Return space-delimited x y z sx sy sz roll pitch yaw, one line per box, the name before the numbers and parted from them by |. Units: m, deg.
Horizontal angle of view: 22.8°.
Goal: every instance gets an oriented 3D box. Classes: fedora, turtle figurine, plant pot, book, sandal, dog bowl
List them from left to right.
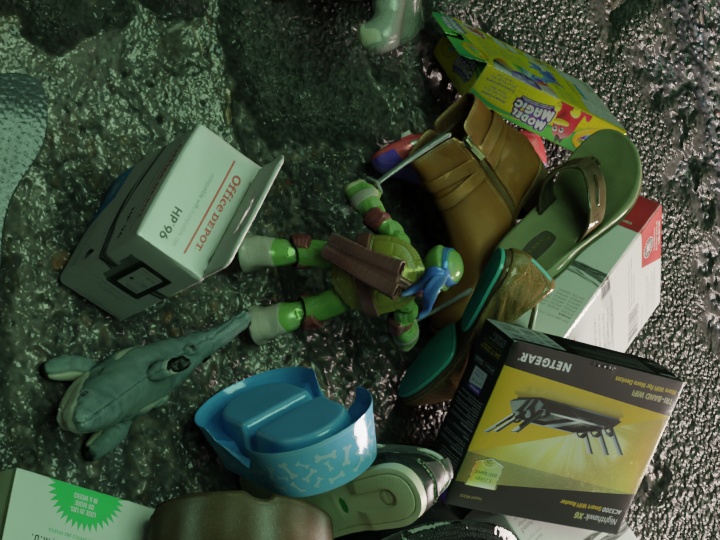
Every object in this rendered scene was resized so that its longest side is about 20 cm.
sandal | -0.314 -0.070 1.464 0.076 0.043 0.200 20 77 -19
book | -0.243 0.271 1.412 0.134 0.048 0.200 22 65 -32
plant pot | -0.100 0.291 1.417 0.200 0.200 0.198 15 61 -28
dog bowl | -0.059 0.134 1.478 0.111 0.200 0.050 -28 110 -24
turtle figurine | 0.000 0.000 1.576 0.200 0.194 0.144 -85 164 -52
fedora | 0.043 0.250 1.549 0.200 0.201 0.092 1 44 -32
sandal | 0.196 -0.062 1.639 0.080 0.057 0.201 26 57 24

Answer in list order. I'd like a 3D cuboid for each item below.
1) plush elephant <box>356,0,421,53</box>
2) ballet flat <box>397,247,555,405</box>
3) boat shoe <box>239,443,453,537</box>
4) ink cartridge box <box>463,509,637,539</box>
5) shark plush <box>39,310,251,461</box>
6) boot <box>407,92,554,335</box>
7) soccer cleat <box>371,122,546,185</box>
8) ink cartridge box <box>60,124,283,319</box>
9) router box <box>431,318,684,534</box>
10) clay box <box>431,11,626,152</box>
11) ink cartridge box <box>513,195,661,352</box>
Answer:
plush elephant | -0.023 -0.303 1.651 0.165 0.155 0.200 -58 155 -69
ballet flat | 0.109 0.062 1.583 0.072 0.200 0.068 25 33 -13
boat shoe | -0.014 0.180 1.495 0.068 0.200 0.072 -39 114 -48
ink cartridge box | 0.202 0.277 1.675 0.116 0.068 0.200 -40 100 -33
shark plush | -0.167 0.093 1.480 0.200 0.083 0.091 -14 85 -34
boot | 0.091 -0.052 1.655 0.155 0.074 0.200 46 68 -36
soccer cleat | 0.101 -0.100 1.716 0.200 0.067 0.077 -7 78 -37
ink cartridge box | -0.154 -0.042 1.445 0.068 0.200 0.116 36 61 -20
router box | 0.170 0.140 1.567 0.200 0.052 0.157 14 104 -31
clay box | 0.154 -0.180 1.745 0.200 0.048 0.115 22 22 -25
ink cartridge box | 0.204 0.036 1.691 0.200 0.083 0.147 -50 149 -32
